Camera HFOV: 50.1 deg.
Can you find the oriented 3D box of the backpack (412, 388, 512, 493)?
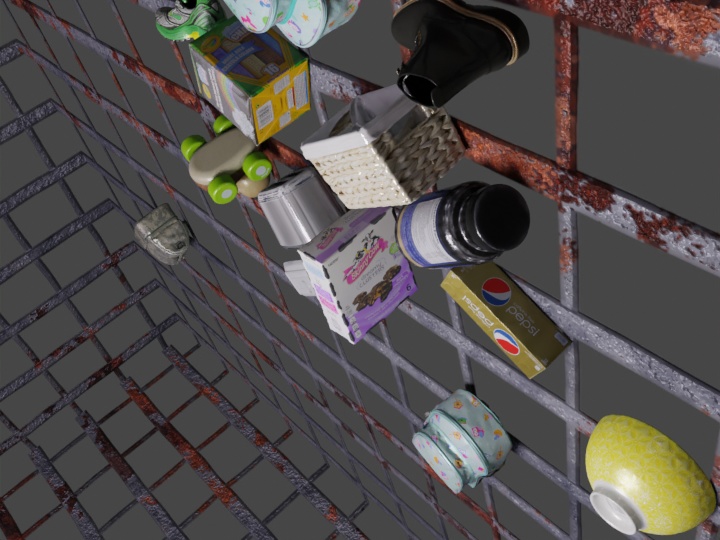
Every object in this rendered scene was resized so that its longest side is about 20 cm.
[{"bbox_3d":[0.202,0.336,1.525,0.176,0.153,0.200,50,153,18],"label":"backpack"}]

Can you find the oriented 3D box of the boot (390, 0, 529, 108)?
[{"bbox_3d":[0.067,-0.244,0.857,0.200,0.138,0.078,25,148,50],"label":"boot"}]

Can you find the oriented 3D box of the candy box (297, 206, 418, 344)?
[{"bbox_3d":[0.000,0.000,1.351,0.072,0.168,0.200,30,151,43],"label":"candy box"}]

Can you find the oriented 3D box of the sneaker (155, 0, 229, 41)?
[{"bbox_3d":[-0.299,-0.456,1.360,0.200,0.078,0.085,16,134,42],"label":"sneaker"}]

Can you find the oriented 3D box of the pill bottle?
[{"bbox_3d":[0.137,-0.061,1.052,0.112,0.112,0.200,56,158,-12],"label":"pill bottle"}]

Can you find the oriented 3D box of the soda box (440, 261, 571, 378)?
[{"bbox_3d":[0.216,0.064,1.162,0.200,0.064,0.068,48,159,10],"label":"soda box"}]

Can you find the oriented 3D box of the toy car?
[{"bbox_3d":[-0.251,-0.191,1.599,0.164,0.158,0.200,52,175,32],"label":"toy car"}]

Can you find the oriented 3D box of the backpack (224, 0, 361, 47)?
[{"bbox_3d":[-0.095,-0.382,0.962,0.200,0.151,0.178,47,158,-3],"label":"backpack"}]

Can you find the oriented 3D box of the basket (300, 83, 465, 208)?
[{"bbox_3d":[0.031,-0.170,1.064,0.123,0.136,0.200,54,159,-20],"label":"basket"}]

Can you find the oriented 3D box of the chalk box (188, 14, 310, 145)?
[{"bbox_3d":[-0.192,-0.330,1.265,0.200,0.124,0.124,44,159,20],"label":"chalk box"}]

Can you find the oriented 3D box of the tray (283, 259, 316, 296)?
[{"bbox_3d":[-0.130,0.024,1.857,0.107,0.022,0.200,55,159,-13],"label":"tray"}]

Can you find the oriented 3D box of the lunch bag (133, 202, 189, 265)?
[{"bbox_3d":[-0.630,-0.106,2.494,0.168,0.139,0.200,53,160,-3],"label":"lunch bag"}]

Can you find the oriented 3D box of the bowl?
[{"bbox_3d":[0.406,0.325,1.145,0.200,0.108,0.200,42,158,22],"label":"bowl"}]

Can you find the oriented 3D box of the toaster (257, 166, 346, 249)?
[{"bbox_3d":[-0.112,-0.118,1.464,0.129,0.114,0.200,59,159,-15],"label":"toaster"}]
